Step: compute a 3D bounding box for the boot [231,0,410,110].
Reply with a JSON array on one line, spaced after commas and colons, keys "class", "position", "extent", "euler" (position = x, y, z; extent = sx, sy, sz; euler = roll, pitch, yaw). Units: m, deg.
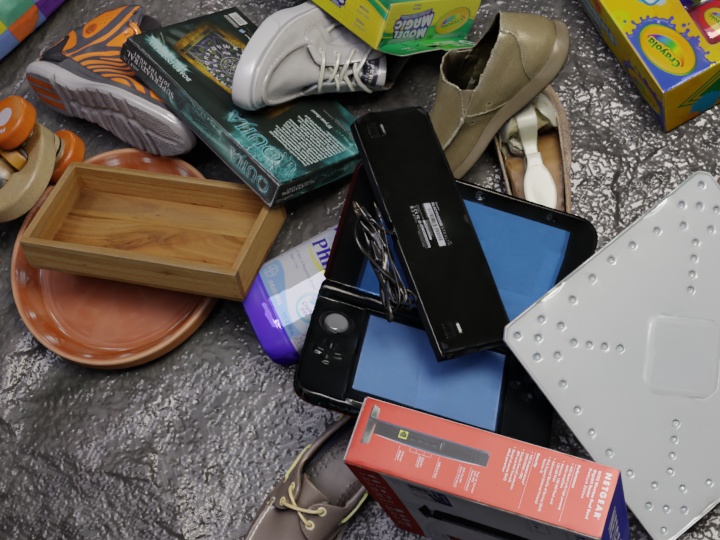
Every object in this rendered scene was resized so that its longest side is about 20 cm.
[{"class": "boot", "position": [-0.023, -0.180, 1.223], "extent": [0.095, 0.074, 0.200], "euler": [23, 39, 17]}]

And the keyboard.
[{"class": "keyboard", "position": [0.036, -0.026, 1.091], "extent": [0.103, 0.040, 0.201], "euler": [-9, 71, -35]}]

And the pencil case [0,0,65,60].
[{"class": "pencil case", "position": [-0.347, -0.250, 1.367], "extent": [0.200, 0.088, 0.088], "euler": [-41, 65, -7]}]

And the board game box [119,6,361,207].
[{"class": "board game box", "position": [-0.093, -0.144, 1.239], "extent": [0.200, 0.028, 0.135], "euler": [45, 43, 20]}]

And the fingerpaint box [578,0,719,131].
[{"class": "fingerpaint box", "position": [0.275, -0.246, 1.218], "extent": [0.166, 0.073, 0.201], "euler": [-28, 65, 1]}]

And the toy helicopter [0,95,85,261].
[{"class": "toy helicopter", "position": [-0.346, -0.081, 1.294], "extent": [0.199, 0.079, 0.133], "euler": [8, 71, 40]}]

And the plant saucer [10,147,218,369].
[{"class": "plant saucer", "position": [-0.206, -0.010, 1.263], "extent": [0.198, 0.032, 0.202], "euler": [-5, 67, 13]}]

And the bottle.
[{"class": "bottle", "position": [0.000, 0.000, 1.190], "extent": [0.199, 0.065, 0.084], "euler": [-27, 71, 2]}]

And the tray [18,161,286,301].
[{"class": "tray", "position": [-0.172, -0.034, 1.207], "extent": [0.198, 0.037, 0.099], "euler": [8, 49, 20]}]

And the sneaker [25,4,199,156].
[{"class": "sneaker", "position": [-0.199, -0.179, 1.289], "extent": [0.199, 0.078, 0.112], "euler": [26, 64, 29]}]

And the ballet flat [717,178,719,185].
[{"class": "ballet flat", "position": [0.243, -0.001, 1.138], "extent": [0.200, 0.068, 0.072], "euler": [-46, 46, -7]}]

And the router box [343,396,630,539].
[{"class": "router box", "position": [0.096, 0.163, 1.027], "extent": [0.178, 0.200, 0.049], "euler": [15, 71, 19]}]

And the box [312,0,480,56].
[{"class": "box", "position": [0.013, -0.247, 1.248], "extent": [0.117, 0.049, 0.200], "euler": [-15, 47, -42]}]

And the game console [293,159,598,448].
[{"class": "game console", "position": [0.067, 0.030, 1.096], "extent": [0.198, 0.119, 0.173], "euler": [17, 40, -1]}]

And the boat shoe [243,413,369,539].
[{"class": "boat shoe", "position": [-0.029, 0.172, 1.131], "extent": [0.200, 0.060, 0.072], "euler": [-46, 66, -7]}]

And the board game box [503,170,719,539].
[{"class": "board game box", "position": [0.236, 0.064, 1.078], "extent": [0.199, 0.026, 0.201], "euler": [-38, 93, -7]}]

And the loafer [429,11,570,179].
[{"class": "loafer", "position": [0.085, -0.141, 1.180], "extent": [0.200, 0.067, 0.076], "euler": [-47, 26, 31]}]

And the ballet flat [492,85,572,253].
[{"class": "ballet flat", "position": [0.144, -0.094, 1.192], "extent": [0.067, 0.067, 0.202], "euler": [-14, 66, 7]}]
